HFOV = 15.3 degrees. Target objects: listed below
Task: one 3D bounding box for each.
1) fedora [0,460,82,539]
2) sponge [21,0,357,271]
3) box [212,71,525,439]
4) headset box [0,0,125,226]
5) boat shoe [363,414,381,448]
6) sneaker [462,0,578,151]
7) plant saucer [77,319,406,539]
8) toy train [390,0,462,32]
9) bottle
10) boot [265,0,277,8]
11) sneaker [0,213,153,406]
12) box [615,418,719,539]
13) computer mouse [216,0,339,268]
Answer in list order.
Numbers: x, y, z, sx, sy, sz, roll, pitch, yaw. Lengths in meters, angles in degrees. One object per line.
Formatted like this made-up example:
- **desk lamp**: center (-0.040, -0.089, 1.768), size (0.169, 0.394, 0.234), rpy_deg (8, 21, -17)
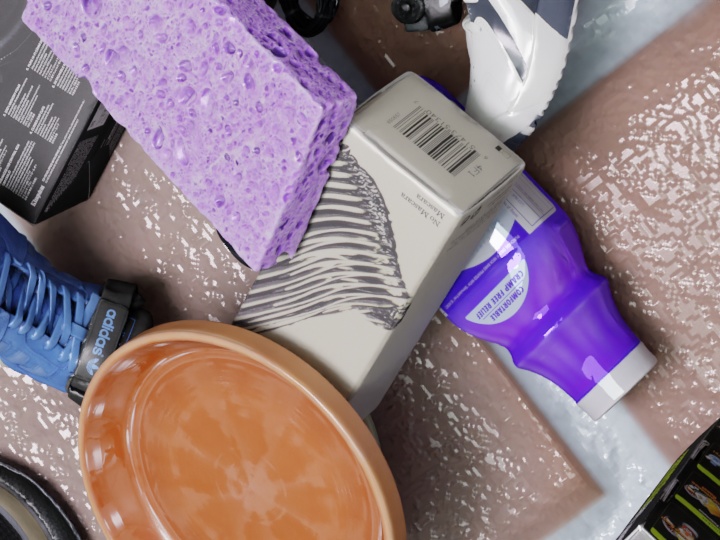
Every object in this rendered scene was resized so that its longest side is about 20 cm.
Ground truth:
- **fedora**: center (-0.247, 0.208, 1.566), size (0.200, 0.092, 0.201), rpy_deg (5, 104, 19)
- **sponge**: center (-0.088, -0.106, 1.336), size (0.200, 0.030, 0.112), rpy_deg (47, 135, 23)
- **box**: center (0.000, 0.000, 1.373), size (0.082, 0.068, 0.200), rpy_deg (39, 132, 11)
- **headset box**: center (-0.213, -0.144, 1.476), size (0.200, 0.077, 0.149), rpy_deg (33, 111, 10)
- **boat shoe**: center (-0.024, 0.131, 1.475), size (0.071, 0.076, 0.201), rpy_deg (-15, 97, 24)
- **sneaker**: center (0.049, -0.164, 1.352), size (0.129, 0.080, 0.200), rpy_deg (14, 108, -6)
- **plant saucer**: center (-0.061, 0.116, 1.417), size (0.200, 0.032, 0.201), rpy_deg (18, 125, 27)
- **toy train**: center (0.030, -0.223, 1.391), size (0.046, 0.034, 0.201), rpy_deg (-3, 102, 17)
- **bottle**: center (0.071, -0.008, 1.411), size (0.200, 0.065, 0.084), rpy_deg (47, 120, 4)
- **boot**: center (-0.113, -0.210, 1.406), size (0.150, 0.073, 0.201), rpy_deg (2, 82, 22)
- **sneaker**: center (-0.168, 0.020, 1.447), size (0.111, 0.200, 0.077), rpy_deg (18, 74, 10)
- **box**: center (0.219, 0.178, 1.334), size (0.200, 0.193, 0.048), rpy_deg (43, 114, 4)
- **computer mouse**: center (-0.040, -0.098, 1.454), size (0.059, 0.034, 0.201), rpy_deg (20, 105, 32)
